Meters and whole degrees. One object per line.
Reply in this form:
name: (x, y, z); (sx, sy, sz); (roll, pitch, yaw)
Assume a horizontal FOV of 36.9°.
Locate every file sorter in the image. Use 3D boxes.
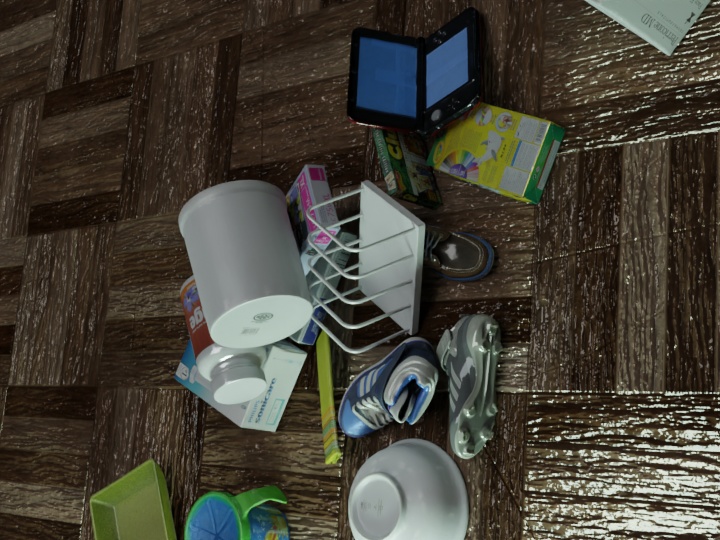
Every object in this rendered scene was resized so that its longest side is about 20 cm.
file sorter: (0.000, 0.000, 1.583); (0.139, 0.124, 0.201); (41, 143, 40)

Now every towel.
towel: (-0.048, 0.196, 1.682); (0.086, 0.018, 0.201); (121, 145, -67)

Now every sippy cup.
sippy cup: (-0.186, 0.419, 1.703); (0.177, 0.130, 0.140); (-19, 68, 38)

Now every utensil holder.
utensil holder: (-0.170, -0.008, 1.622); (0.170, 0.170, 0.201); (-36, 58, 30)

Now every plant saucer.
plant saucer: (-0.397, 0.467, 1.936); (0.199, 0.048, 0.201); (-34, 59, 31)

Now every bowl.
bowl: (0.049, 0.338, 1.541); (0.201, 0.090, 0.202); (-12, 71, 39)

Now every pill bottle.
pill bottle: (-0.212, 0.103, 1.705); (0.112, 0.112, 0.201); (-37, 56, 29)

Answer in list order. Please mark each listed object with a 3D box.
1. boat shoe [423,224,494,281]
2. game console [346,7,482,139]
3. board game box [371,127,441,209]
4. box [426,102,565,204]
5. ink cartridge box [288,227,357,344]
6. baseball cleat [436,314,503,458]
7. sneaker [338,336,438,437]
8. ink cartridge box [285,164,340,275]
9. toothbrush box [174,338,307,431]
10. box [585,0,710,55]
boat shoe: (0.104, -0.031, 1.593); (0.200, 0.072, 0.073); (13, 88, 43)
game console: (0.082, -0.309, 1.616); (0.172, 0.119, 0.201); (-29, 45, 38)
board game box: (0.061, -0.193, 1.649); (0.023, 0.105, 0.201); (-33, 60, 38)
box: (0.190, -0.179, 1.571); (0.200, 0.048, 0.118); (25, 97, 41)
ink cartridge box: (-0.113, -0.003, 1.802); (0.200, 0.043, 0.197); (29, 99, 45)
baseball cleat: (0.148, 0.161, 1.523); (0.106, 0.070, 0.201); (2, 76, 56)
sneaker: (0.034, 0.191, 1.552); (0.200, 0.081, 0.147); (-47, 11, 18)
ink cartridge box: (-0.099, -0.060, 1.705); (0.200, 0.042, 0.120); (-54, 42, 48)
toothbrush box: (-0.203, 0.160, 1.812); (0.200, 0.085, 0.147); (26, 96, 43)
box: (0.330, -0.406, 1.397); (0.131, 0.199, 0.200); (-55, 51, 18)
